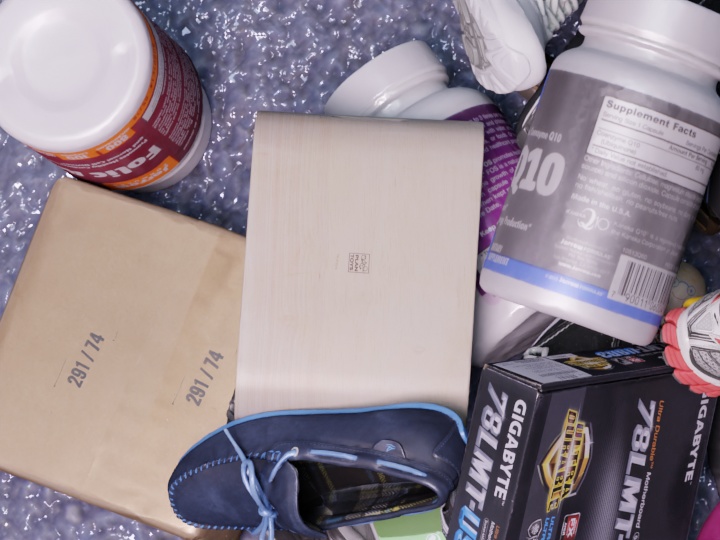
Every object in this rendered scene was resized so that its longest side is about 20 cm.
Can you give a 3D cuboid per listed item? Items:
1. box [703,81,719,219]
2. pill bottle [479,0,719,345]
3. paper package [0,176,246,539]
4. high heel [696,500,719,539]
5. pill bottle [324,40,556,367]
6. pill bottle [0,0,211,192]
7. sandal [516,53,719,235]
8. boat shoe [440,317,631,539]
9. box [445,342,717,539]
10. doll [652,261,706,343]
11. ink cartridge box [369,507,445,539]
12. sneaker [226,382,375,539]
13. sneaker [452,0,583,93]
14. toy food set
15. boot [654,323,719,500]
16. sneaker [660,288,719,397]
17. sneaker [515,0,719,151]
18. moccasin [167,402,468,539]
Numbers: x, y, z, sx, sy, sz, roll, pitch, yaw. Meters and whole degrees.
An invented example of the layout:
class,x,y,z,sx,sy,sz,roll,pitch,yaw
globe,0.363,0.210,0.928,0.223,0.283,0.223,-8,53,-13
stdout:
class,x,y,z,sx,sy,sz,roll,pitch,yaw
box,0.316,-0.060,1.572,0.199,0.164,0.086,8,110,-11
pill bottle,0.153,-0.066,1.552,0.114,0.114,0.201,19,91,13
paper package,-0.142,0.063,1.709,0.190,0.103,0.200,19,84,11
high heel,0.215,0.235,1.594,0.067,0.096,0.201,10,99,22
pill bottle,0.064,-0.046,1.683,0.112,0.112,0.200,-34,77,4
pill bottle,-0.167,-0.115,1.691,0.114,0.200,0.115,-2,81,11
sandal,0.154,-0.079,1.692,0.200,0.082,0.055,36,109,16
boat shoe,0.111,0.084,1.601,0.074,0.068,0.199,32,64,20
box,0.129,0.147,1.549,0.050,0.198,0.201,22,106,39
doll,0.175,0.088,1.674,0.136,0.048,0.200,22,83,5
ink cartridge box,0.050,0.181,1.654,0.059,0.104,0.200,-23,78,5
sneaker,-0.032,0.144,1.658,0.074,0.079,0.201,-16,106,11
sneaker,0.109,-0.183,1.671,0.099,0.200,0.078,-10,124,1
toy food set,0.000,0.000,1.607,0.143,0.060,0.201,3,82,0
boot,0.294,0.065,1.628,0.200,0.073,0.151,-27,94,12
sneaker,0.284,0.039,1.542,0.199,0.082,0.078,-4,75,-22
sneaker,0.170,-0.144,1.654,0.200,0.088,0.076,-43,117,-6
moccasin,-0.033,0.124,1.557,0.200,0.068,0.081,-16,122,26
